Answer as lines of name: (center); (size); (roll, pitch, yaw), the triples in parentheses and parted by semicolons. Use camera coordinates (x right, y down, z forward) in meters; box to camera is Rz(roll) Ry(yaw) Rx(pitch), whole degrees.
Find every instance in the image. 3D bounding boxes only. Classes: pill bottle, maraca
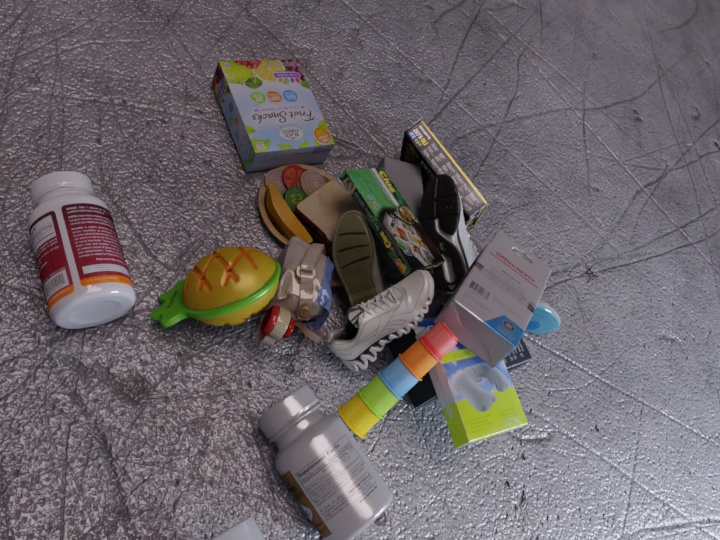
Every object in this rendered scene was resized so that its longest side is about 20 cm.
pill bottle: (-0.055, 0.268, 0.895); (0.114, 0.114, 0.201); (-30, 80, -35)
pill bottle: (-0.394, -0.031, 0.892); (0.112, 0.113, 0.202); (-12, 69, -31)
maraca: (-0.209, 0.028, 0.930); (0.197, 0.108, 0.138); (-16, 26, 7)

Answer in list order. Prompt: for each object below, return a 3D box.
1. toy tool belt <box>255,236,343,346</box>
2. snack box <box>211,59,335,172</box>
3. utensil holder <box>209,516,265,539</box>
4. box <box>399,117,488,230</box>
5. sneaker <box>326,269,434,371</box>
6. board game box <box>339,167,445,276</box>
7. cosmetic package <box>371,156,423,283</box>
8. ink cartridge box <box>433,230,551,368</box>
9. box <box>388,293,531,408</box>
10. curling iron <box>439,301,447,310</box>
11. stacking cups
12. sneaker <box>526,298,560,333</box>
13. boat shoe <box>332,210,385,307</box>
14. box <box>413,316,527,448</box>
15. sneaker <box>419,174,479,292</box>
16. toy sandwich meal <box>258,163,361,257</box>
toy tool belt: (-0.081, 0.045, 0.996); (0.122, 0.125, 0.201); (27, 35, -18)
snack box: (-0.161, -0.290, 1.178); (0.167, 0.068, 0.202); (-14, 72, -32)
utensil holder: (-0.149, 0.419, 0.737); (0.169, 0.170, 0.201); (-22, 72, -34)
box: (0.152, -0.168, 1.210); (0.049, 0.160, 0.201); (-35, 81, -8)
sneaker: (0.031, 0.070, 0.986); (0.081, 0.200, 0.075); (39, 11, -36)
board game box: (0.053, -0.085, 1.050); (0.104, 0.023, 0.201); (-14, 66, -46)
cosmetic package: (0.060, -0.090, 1.155); (0.089, 0.107, 0.203); (13, 60, -20)
ink cartridge box: (0.211, 0.039, 0.995); (0.115, 0.067, 0.200); (37, 47, 5)
box: (0.164, 0.125, 1.087); (0.198, 0.107, 0.150); (-11, 69, -31)
curling iron: (0.212, 0.041, 1.072); (0.198, 0.025, 0.050); (-12, 106, -27)
stacking cups: (0.055, 0.152, 0.923); (0.061, 0.060, 0.200); (45, 95, 3)
sneaker: (0.304, 0.031, 1.230); (0.199, 0.079, 0.132); (30, 44, -22)
boat shoe: (0.000, 0.000, 1.065); (0.074, 0.068, 0.203); (-9, 96, 7)
box: (0.165, 0.155, 0.976); (0.120, 0.048, 0.202); (-7, 68, -30)
sneaker: (0.161, -0.061, 1.120); (0.115, 0.075, 0.204); (7, 75, -63)
toy sandwich meal: (-0.081, -0.114, 1.119); (0.202, 0.070, 0.208); (12, 59, -20)
